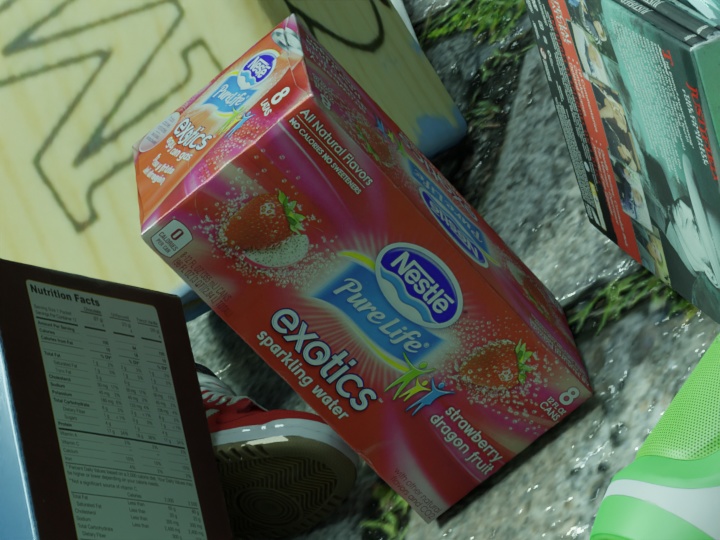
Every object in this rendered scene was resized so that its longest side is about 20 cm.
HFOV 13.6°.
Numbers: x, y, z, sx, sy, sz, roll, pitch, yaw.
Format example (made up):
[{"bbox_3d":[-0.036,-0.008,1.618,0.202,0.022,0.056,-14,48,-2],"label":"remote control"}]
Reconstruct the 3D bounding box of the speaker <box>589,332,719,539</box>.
[{"bbox_3d":[0.170,0.044,1.143,0.200,0.088,0.088,-53,27,-18],"label":"speaker"}]

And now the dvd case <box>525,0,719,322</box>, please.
[{"bbox_3d":[0.125,-0.057,1.282,0.022,0.147,0.200,-22,23,-10],"label":"dvd case"}]

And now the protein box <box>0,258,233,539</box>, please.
[{"bbox_3d":[-0.175,0.128,1.363,0.198,0.135,0.201,-27,66,32],"label":"protein box"}]

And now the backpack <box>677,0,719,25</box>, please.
[{"bbox_3d":[0.209,-0.146,1.269,0.151,0.177,0.200,-61,32,5],"label":"backpack"}]

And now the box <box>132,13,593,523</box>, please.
[{"bbox_3d":[0.000,0.000,1.323,0.100,0.200,0.096,-38,25,11],"label":"box"}]

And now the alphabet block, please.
[{"bbox_3d":[-0.094,-0.093,1.527,0.196,0.200,0.195,-33,-2,19],"label":"alphabet block"}]

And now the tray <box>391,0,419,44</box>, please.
[{"bbox_3d":[-0.012,-0.113,1.714,0.107,0.022,0.200,-38,26,11],"label":"tray"}]

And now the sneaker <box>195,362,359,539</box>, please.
[{"bbox_3d":[-0.066,0.075,1.456,0.200,0.071,0.113,-21,37,43],"label":"sneaker"}]
